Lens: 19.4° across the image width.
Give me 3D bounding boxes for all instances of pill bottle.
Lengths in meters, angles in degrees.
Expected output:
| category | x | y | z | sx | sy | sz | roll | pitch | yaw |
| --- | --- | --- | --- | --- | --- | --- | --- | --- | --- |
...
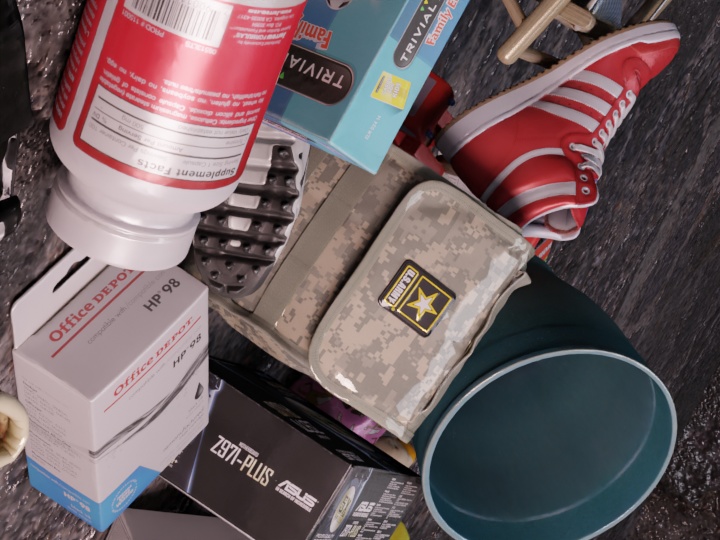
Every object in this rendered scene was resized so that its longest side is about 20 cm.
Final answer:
| category | x | y | z | sx | sy | sz | roll | pitch | yaw |
| --- | --- | --- | --- | --- | --- | --- | --- | --- | --- |
| pill bottle | -0.104 | -0.105 | 1.151 | 0.112 | 0.112 | 0.200 | -27 | 144 | -57 |

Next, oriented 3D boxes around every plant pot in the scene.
| category | x | y | z | sx | sy | sz | roll | pitch | yaw |
| --- | --- | --- | --- | --- | --- | --- | --- | --- | --- |
| plant pot | 0.119 | 0.085 | 1.645 | 0.200 | 0.188 | 0.200 | -9 | 127 | -12 |

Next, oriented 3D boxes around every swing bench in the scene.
| category | x | y | z | sx | sy | sz | roll | pitch | yaw |
| --- | --- | --- | --- | --- | --- | --- | --- | --- | --- |
| swing bench | 0.189 | -0.240 | 1.529 | 0.200 | 0.130 | 0.199 | -30 | 168 | 19 |

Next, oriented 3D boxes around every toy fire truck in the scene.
| category | x | y | z | sx | sy | sz | roll | pitch | yaw |
| --- | --- | --- | --- | --- | --- | --- | --- | --- | --- |
| toy fire truck | 0.073 | -0.086 | 1.577 | 0.049 | 0.141 | 0.200 | -57 | 161 | -11 |

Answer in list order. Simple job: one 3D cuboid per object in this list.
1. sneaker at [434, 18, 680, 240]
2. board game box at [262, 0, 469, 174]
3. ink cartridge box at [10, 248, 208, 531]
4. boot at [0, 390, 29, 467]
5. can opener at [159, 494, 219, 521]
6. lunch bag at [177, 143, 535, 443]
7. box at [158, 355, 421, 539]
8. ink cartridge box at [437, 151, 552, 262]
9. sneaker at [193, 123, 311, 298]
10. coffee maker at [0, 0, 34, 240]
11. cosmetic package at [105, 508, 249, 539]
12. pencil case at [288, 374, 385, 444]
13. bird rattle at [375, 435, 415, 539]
| category | x | y | z | sx | sy | sz | roll | pitch | yaw |
| --- | --- | --- | --- | --- | --- | --- | --- | --- | --- |
| sneaker | 0.164 | -0.094 | 1.496 | 0.200 | 0.113 | 0.071 | -29 | 164 | -14 |
| board game box | -0.005 | -0.172 | 1.212 | 0.047 | 0.151 | 0.200 | 32 | 86 | -46 |
| ink cartridge box | -0.157 | 0.064 | 1.349 | 0.116 | 0.067 | 0.200 | -46 | 158 | -30 |
| boot | -0.238 | 0.053 | 1.073 | 0.075 | 0.107 | 0.200 | -56 | 160 | -2 |
| can opener | -0.149 | 0.249 | 1.669 | 0.200 | 0.079 | 0.063 | -56 | 171 | 24 |
| lunch bag | 0.000 | 0.000 | 1.439 | 0.164 | 0.200 | 0.118 | -56 | 162 | -5 |
| box | -0.062 | 0.142 | 1.559 | 0.086 | 0.164 | 0.200 | -58 | 161 | 2 |
| ink cartridge box | 0.104 | -0.025 | 1.800 | 0.050 | 0.109 | 0.200 | -41 | 155 | -41 |
| sneaker | -0.057 | -0.081 | 1.330 | 0.090 | 0.066 | 0.200 | -8 | 107 | -77 |
| coffee maker | -0.247 | -0.067 | 0.869 | 0.200 | 0.135 | 0.192 | -42 | 132 | -43 |
| cosmetic package | -0.103 | 0.237 | 1.614 | 0.200 | 0.051 | 0.083 | 10 | 119 | -31 |
| pencil case | 0.016 | 0.067 | 1.756 | 0.200 | 0.086 | 0.083 | -55 | 143 | -9 |
| bird rattle | -0.032 | 0.201 | 1.825 | 0.163 | 0.113 | 0.200 | -50 | 153 | 17 |
